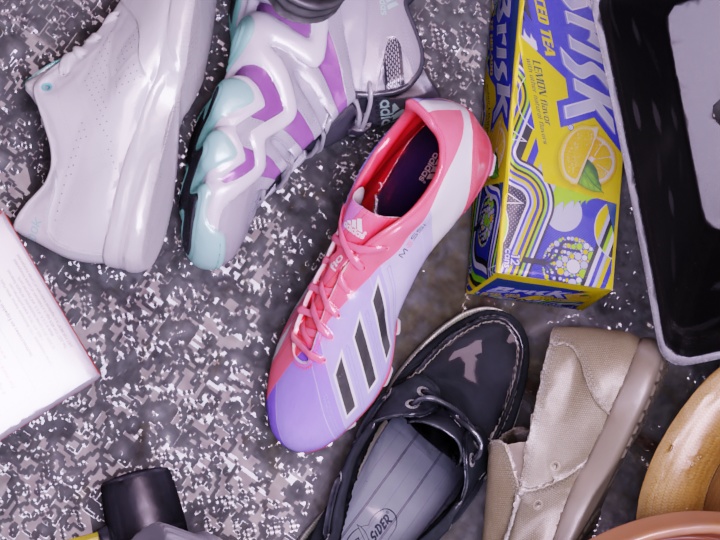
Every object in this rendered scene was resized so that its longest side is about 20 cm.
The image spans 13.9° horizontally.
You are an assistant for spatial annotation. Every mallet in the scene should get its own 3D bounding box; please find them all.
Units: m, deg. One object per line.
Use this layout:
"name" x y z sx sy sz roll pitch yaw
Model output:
"mallet" -0.184 0.142 1.502 0.198 0.041 0.066 -5 82 -11

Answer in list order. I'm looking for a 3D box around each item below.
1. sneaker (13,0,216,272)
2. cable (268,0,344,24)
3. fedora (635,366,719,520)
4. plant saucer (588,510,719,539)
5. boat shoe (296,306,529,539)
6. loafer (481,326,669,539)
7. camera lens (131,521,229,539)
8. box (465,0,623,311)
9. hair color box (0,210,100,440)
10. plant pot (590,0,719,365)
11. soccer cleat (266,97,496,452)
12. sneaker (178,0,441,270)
"sneaker" -0.130 -0.103 1.549 0.088 0.075 0.201 11 73 9
"cable" -0.009 -0.201 1.579 0.097 0.050 0.201 20 56 -21
"fedora" 0.229 0.109 1.571 0.199 0.082 0.202 -5 108 -15
"plant saucer" 0.157 0.208 1.524 0.199 0.032 0.201 -6 121 -11
"boat shoe" 0.032 0.099 1.546 0.074 0.066 0.200 42 73 -3
"loafer" 0.094 0.114 1.537 0.067 0.076 0.201 29 100 11
"camera lens" -0.042 0.230 1.444 0.199 0.160 0.161 27 74 -16
"box" 0.105 -0.085 1.602 0.070 0.064 0.201 8 77 -13
"hair color box" -0.242 0.064 1.477 0.199 0.061 0.102 -31 95 -14
"plant pot" 0.236 -0.080 1.544 0.198 0.177 0.201 -11 98 7
"soccer cleat" 0.000 0.000 1.527 0.067 0.076 0.201 33 95 29
"sneaker" -0.012 -0.082 1.565 0.139 0.078 0.201 17 76 -10
